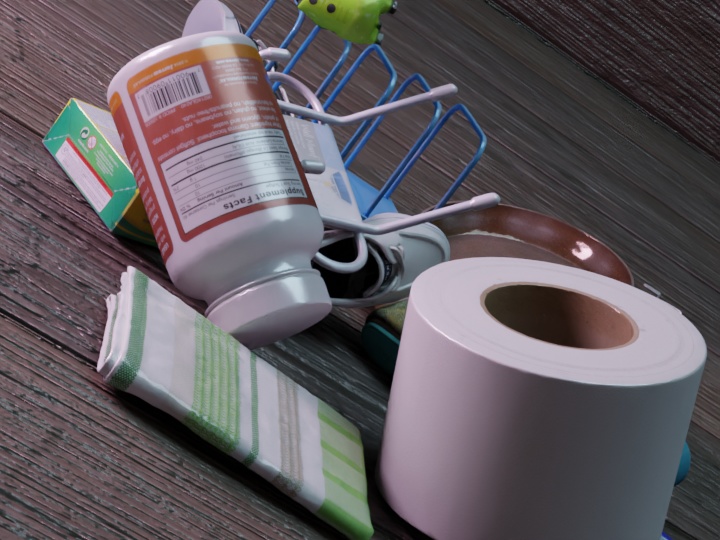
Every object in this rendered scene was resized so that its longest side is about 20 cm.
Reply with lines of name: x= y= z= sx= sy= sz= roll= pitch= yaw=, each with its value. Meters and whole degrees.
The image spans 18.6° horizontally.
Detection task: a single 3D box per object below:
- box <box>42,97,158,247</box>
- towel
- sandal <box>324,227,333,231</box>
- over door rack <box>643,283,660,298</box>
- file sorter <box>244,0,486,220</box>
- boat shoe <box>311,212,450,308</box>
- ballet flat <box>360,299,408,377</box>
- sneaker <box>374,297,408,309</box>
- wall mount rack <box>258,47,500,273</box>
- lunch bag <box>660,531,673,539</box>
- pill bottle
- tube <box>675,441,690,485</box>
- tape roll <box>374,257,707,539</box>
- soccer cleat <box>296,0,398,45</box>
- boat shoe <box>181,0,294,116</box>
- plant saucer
box: x=-0.132 y=-0.055 z=1.642 sx=0.200 sy=0.048 sz=0.117 roll=18 pitch=25 yaw=-48
towel: x=-0.079 y=0.088 z=1.387 sx=0.200 sy=0.031 sz=0.149 roll=37 pitch=17 yaw=-15
sandal: x=-0.089 y=-0.088 z=1.654 sx=0.200 sy=0.048 sz=0.075 roll=32 pitch=15 yaw=-23
over door rack: x=0.169 y=0.023 z=2.050 sx=0.199 sy=0.067 sz=0.148 roll=21 pitch=13 yaw=11
file sorter: x=-0.014 y=-0.126 z=1.811 sx=0.200 sy=0.123 sz=0.139 roll=33 pitch=12 yaw=-19
boat shoe: x=0.000 y=0.000 z=1.650 sx=0.200 sy=0.074 sz=0.065 roll=-10 pitch=17 yaw=-39
ballet flat: x=0.081 y=0.089 z=1.653 sx=0.200 sy=0.071 sz=0.071 roll=45 pitch=16 yaw=32
sneaker: x=0.078 y=0.065 z=1.742 sx=0.067 sy=0.090 sz=0.200 roll=2 pitch=5 yaw=-40
wall mount rack: x=0.000 y=-0.089 z=1.628 sx=0.173 sy=0.075 sz=0.200 roll=11 pitch=45 yaw=-32
lunch bag: x=0.228 y=0.249 z=1.533 sx=0.200 sy=0.076 sz=0.160 roll=42 pitch=13 yaw=6
pill bottle: x=-0.092 y=-0.052 z=1.499 sx=0.112 sy=0.112 sz=0.201 roll=7 pitch=60 yaw=-63
tube: x=0.168 y=0.153 z=1.591 sx=0.200 sy=0.077 sz=0.051 roll=-12 pitch=86 yaw=-50
tape roll: x=0.118 y=0.092 z=1.467 sx=0.202 sy=0.140 sz=0.203 roll=9 pitch=22 yaw=-3
soccer cleat: x=-0.018 y=-0.229 z=1.745 sx=0.081 sy=0.068 sz=0.200 roll=22 pitch=15 yaw=-10
boat shoe: x=-0.106 y=-0.177 z=2.008 sx=0.068 sy=0.074 sz=0.199 roll=21 pitch=22 yaw=-36
plant saucer: x=0.140 y=-0.002 z=1.934 sx=0.199 sy=0.035 sz=0.200 roll=12 pitch=25 yaw=-6
